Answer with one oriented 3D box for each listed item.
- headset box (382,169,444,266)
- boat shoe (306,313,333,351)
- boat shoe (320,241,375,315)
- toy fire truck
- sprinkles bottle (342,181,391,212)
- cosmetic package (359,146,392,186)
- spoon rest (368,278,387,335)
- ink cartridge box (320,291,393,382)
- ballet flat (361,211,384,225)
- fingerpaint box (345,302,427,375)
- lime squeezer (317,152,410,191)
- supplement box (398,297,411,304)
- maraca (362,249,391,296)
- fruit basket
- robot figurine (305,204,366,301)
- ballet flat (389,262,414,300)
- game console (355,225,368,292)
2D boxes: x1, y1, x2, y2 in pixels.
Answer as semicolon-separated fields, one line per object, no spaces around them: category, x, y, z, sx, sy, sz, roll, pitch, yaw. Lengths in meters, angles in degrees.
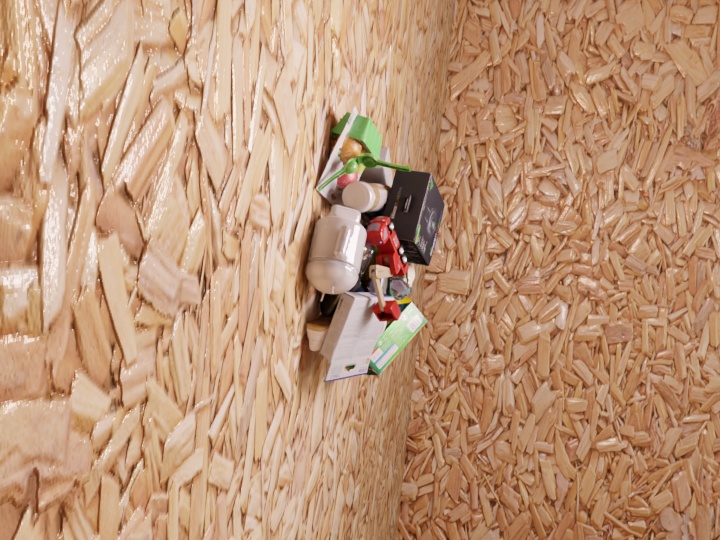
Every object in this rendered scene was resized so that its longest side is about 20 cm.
headset box;0.124;-0.127;1.621;0.200;0.093;0.174;48;55;-66
boat shoe;-0.074;0.142;1.549;0.200;0.071;0.069;-12;112;-68
boat shoe;-0.027;0.021;1.538;0.201;0.066;0.072;-64;-149;18
toy fire truck;0.052;-0.003;1.498;0.141;0.049;0.200;-57;133;-45
sprinkles bottle;0.022;-0.167;1.547;0.200;0.068;0.068;-17;113;-71
cosmetic package;0.027;-0.228;1.729;0.200;0.101;0.071;79;21;-58
spoon rest;0.043;0.084;1.655;0.099;0.061;0.200;35;70;-79
ink cartridge box;-0.014;0.146;1.531;0.200;0.041;0.200;6;105;-62
ballet flat;0.030;-0.141;1.702;0.200;0.067;0.068;47;70;-30
fingerpaint box;0.051;0.176;1.755;0.200;0.073;0.167;-45;-167;-23
lime squeezer;0.000;-0.214;1.445;0.038;0.200;0.071;93;-17;-67
supplement box;0.061;0.108;1.976;0.109;0.109;0.200;-53;174;12
maraca;0.043;0.002;1.814;0.200;0.107;0.137;59;-20;27
fruit basket;-0.033;-0.244;1.519;0.200;0.094;0.185;-61;159;-3
robot figurine;-0.052;-0.035;1.430;0.170;0.113;0.200;118;-16;-68
ballet flat;0.106;-0.012;1.734;0.072;0.072;0.200;84;0;-47
game console;0.000;0.000;1.666;0.171;0.118;0.200;55;18;-2
